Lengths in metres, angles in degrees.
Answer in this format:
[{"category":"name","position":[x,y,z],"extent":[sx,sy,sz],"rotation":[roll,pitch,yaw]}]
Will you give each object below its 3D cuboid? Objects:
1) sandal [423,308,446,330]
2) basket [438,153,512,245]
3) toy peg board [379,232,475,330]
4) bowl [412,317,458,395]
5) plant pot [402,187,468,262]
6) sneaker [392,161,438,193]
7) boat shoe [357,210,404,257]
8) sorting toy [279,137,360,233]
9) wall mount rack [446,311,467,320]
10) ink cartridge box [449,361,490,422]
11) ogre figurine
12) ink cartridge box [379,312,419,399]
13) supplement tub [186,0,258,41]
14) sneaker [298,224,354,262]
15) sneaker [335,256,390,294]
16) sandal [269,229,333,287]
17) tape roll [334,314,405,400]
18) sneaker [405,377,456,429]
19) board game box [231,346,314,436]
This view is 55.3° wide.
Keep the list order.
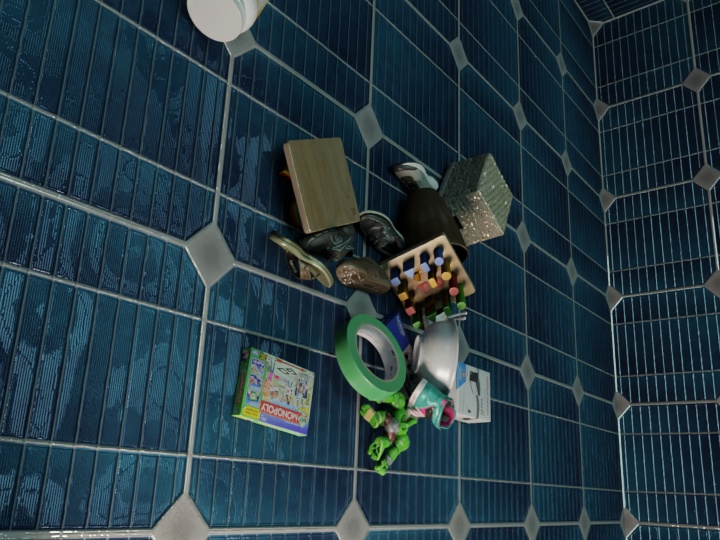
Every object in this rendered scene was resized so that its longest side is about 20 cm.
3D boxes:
[{"category":"sandal","position":[0.206,0.114,1.949],"extent":[0.079,0.058,0.211],"rotation":[-45,118,-49]},{"category":"basket","position":[0.359,-0.221,2.145],"extent":[0.200,0.158,0.203],"rotation":[52,43,-30]},{"category":"toy peg board","position":[0.177,0.042,1.793],"extent":[0.201,0.196,0.099],"rotation":[56,19,-28]},{"category":"bowl","position":[0.185,0.219,1.765],"extent":[0.087,0.202,0.207],"rotation":[7,70,-6]},{"category":"plant pot","position":[0.190,-0.119,1.907],"extent":[0.185,0.184,0.205],"rotation":[22,51,-48]},{"category":"sneaker","position":[0.159,-0.249,1.966],"extent":[0.198,0.072,0.082],"rotation":[30,64,-46]},{"category":"boat shoe","position":[0.057,-0.084,1.781],"extent":[0.199,0.073,0.068],"rotation":[43,30,-50]},{"category":"sorting toy","position":[-0.104,-0.195,1.595],"extent":[0.197,0.068,0.206],"rotation":[-17,95,-53]},{"category":"wall mount rack","position":[0.265,0.078,1.991],"extent":[0.173,0.072,0.206],"rotation":[-9,86,-77]},{"category":"ink cartridge box","position":[0.298,0.355,1.995],"extent":[0.198,0.082,0.150],"rotation":[24,62,-48]},{"category":"ogre figurine","position":[0.070,0.379,1.673],"extent":[0.118,0.097,0.205],"rotation":[-7,74,-43]},{"category":"ink cartridge box","position":[0.097,0.223,1.789],"extent":[0.094,0.043,0.205],"rotation":[-39,112,-52]},{"category":"supplement tub","position":[-0.261,-0.584,1.418],"extent":[0.145,0.142,0.203],"rotation":[49,46,-33]},{"category":"sneaker","position":[-0.069,-0.059,1.606],"extent":[0.198,0.074,0.082],"rotation":[-16,99,-55]},{"category":"sneaker","position":[0.000,0.000,1.710],"extent":[0.198,0.069,0.077],"rotation":[29,41,-51]},{"category":"sandal","position":[-0.137,-0.017,1.520],"extent":[0.200,0.079,0.058],"rotation":[39,78,-38]},{"category":"tape roll","position":[0.025,0.205,1.636],"extent":[0.198,0.048,0.204],"rotation":[33,39,-30]},{"category":"sneaker","position":[0.180,0.355,1.735],"extent":[0.084,0.119,0.202],"rotation":[-49,163,-27]},{"category":"board game box","position":[-0.176,0.254,1.427],"extent":[0.198,0.029,0.139],"rotation":[31,57,-46]}]
